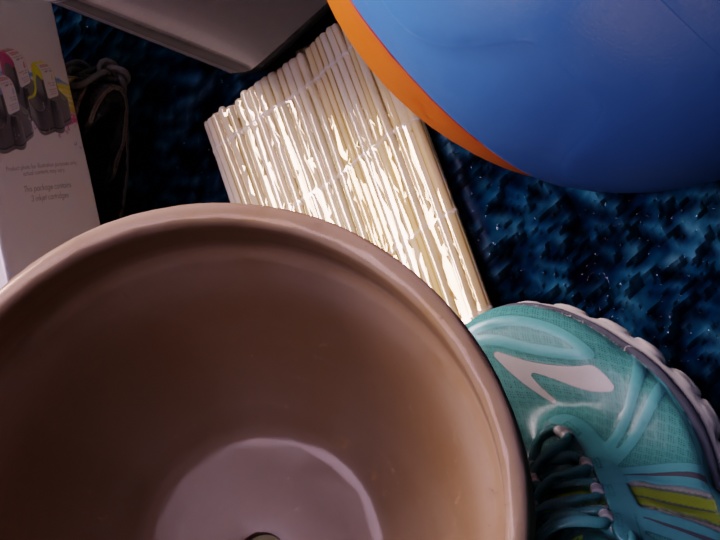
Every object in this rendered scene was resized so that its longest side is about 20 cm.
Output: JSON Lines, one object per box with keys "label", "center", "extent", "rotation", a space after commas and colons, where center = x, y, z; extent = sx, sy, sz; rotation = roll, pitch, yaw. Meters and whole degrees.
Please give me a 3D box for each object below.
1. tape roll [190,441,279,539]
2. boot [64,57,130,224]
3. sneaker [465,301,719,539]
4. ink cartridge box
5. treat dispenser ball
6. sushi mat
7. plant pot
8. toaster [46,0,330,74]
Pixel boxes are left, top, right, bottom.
{"label": "tape roll", "center": [-0.092, 0.122, 0.888], "extent": [0.202, 0.071, 0.203], "rotation": [-9, 77, 44]}
{"label": "boot", "center": [-0.160, -0.076, 1.012], "extent": [0.174, 0.069, 0.201], "rotation": [2, 92, 42]}
{"label": "sneaker", "center": [0.081, 0.083, 0.741], "extent": [0.078, 0.080, 0.200], "rotation": [-48, 52, 21]}
{"label": "ink cartridge box", "center": [-0.178, -0.066, 0.936], "extent": [0.115, 0.068, 0.201], "rotation": [-14, 88, 31]}
{"label": "treat dispenser ball", "center": [0.080, -0.123, 0.705], "extent": [0.200, 0.200, 0.202], "rotation": [-11, 73, 40]}
{"label": "sushi mat", "center": [0.000, 0.000, 0.879], "extent": [0.096, 0.012, 0.201], "rotation": [-37, 58, 31]}
{"label": "plant pot", "center": [-0.040, 0.087, 0.751], "extent": [0.200, 0.093, 0.202], "rotation": [-3, 74, 11]}
{"label": "toaster", "center": [-0.054, -0.192, 0.900], "extent": [0.200, 0.118, 0.181], "rotation": [-39, 56, 30]}
